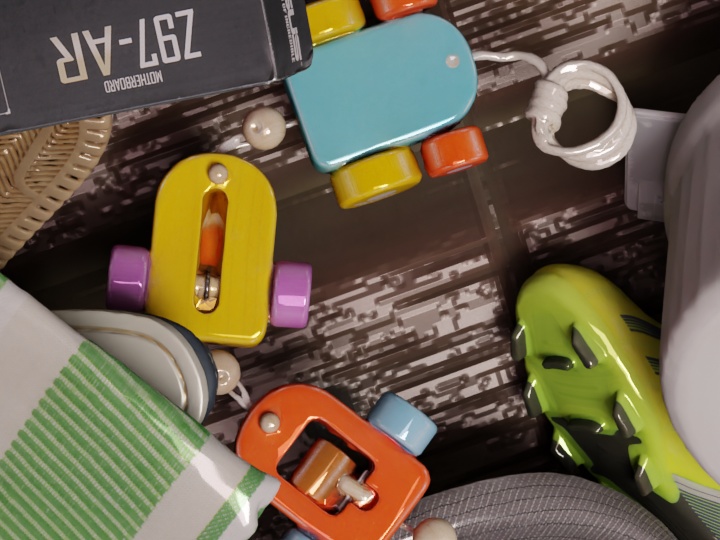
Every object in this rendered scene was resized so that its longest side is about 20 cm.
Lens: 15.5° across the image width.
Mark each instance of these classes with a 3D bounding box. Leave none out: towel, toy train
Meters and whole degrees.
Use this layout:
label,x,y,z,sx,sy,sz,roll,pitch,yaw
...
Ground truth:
label,x,y,z,sx,sy,sz,roll,pitch,yaw
towel,-0.138,0.057,0.841,0.200,0.023,0.153,38,122,3
toy train,0.000,0.000,0.903,0.150,0.056,0.200,32,84,-1

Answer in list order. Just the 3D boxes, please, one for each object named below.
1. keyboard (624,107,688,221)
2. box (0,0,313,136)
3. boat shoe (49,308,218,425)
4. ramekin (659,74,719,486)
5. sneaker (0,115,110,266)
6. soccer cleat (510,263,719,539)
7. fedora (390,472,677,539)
label,x,y,z,sx,sy,sz,roll,pitch,yaw
keyboard,0.192,-0.026,0.933,0.199,0.011,0.056,8,139,10
box,-0.126,-0.115,0.750,0.199,0.044,0.161,-10,97,16
boat shoe,-0.121,0.063,0.891,0.200,0.062,0.075,-30,80,30
ramekin,0.195,0.015,0.894,0.200,0.098,0.201,10,142,8
sneaker,-0.144,-0.047,0.884,0.071,0.113,0.200,31,131,-28
soccer cleat,0.131,0.064,0.992,0.200,0.065,0.084,49,66,-18
fedora,0.030,0.147,0.976,0.199,0.090,0.177,-24,115,-9
